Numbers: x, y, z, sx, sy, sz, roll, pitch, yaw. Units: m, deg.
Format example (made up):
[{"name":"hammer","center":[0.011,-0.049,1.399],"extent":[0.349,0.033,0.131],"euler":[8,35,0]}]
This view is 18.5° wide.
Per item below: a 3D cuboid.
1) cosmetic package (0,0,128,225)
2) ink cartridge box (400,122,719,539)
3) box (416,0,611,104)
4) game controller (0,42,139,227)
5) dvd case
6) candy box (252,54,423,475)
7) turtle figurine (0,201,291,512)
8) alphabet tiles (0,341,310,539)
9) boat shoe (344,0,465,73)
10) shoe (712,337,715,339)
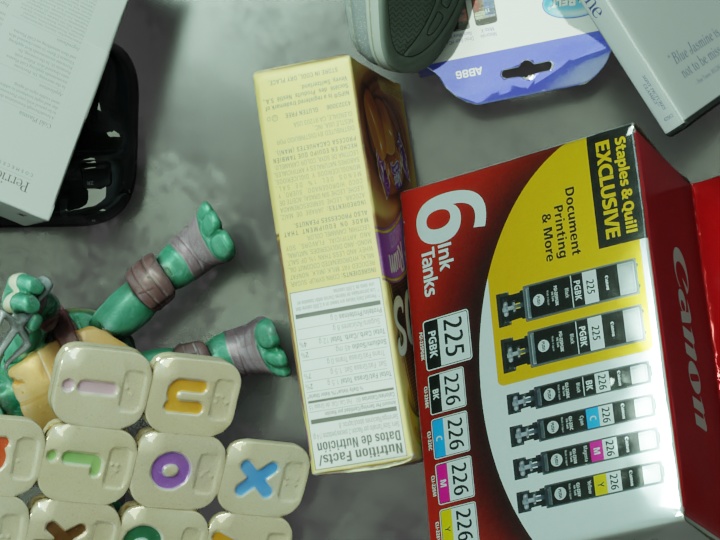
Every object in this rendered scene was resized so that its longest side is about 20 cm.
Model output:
[{"name":"cosmetic package","center":[-0.227,-0.129,1.115],"extent":[0.199,0.052,0.152],"euler":[24,77,-21]},{"name":"ink cartridge box","center":[0.119,0.042,1.068],"extent":[0.174,0.084,0.202],"euler":[-16,64,24]},{"name":"box","center":[0.073,-0.190,1.166],"extent":[0.118,0.041,0.202],"euler":[-10,87,6]},{"name":"game controller","center":[-0.219,-0.076,1.199],"extent":[0.198,0.042,0.105],"euler":[0,72,7]},{"name":"dvd case","center":[0.140,-0.178,1.106],"extent":[0.018,0.142,0.201],"euler":[-33,90,46]},{"name":"candy box","center":[0.000,0.000,1.120],"extent":[0.056,0.117,0.202],"euler":[-9,86,13]},{"name":"turtle figurine","center":[-0.144,0.054,1.142],"extent":[0.199,0.101,0.150],"euler":[-29,118,-9]},{"name":"alphabet tiles","center":[-0.125,0.135,1.118],"extent":[0.194,0.015,0.202],"euler":[6,105,-27]},{"name":"boat shoe","center":[0.013,-0.200,1.125],"extent":[0.064,0.074,0.204],"euler":[-4,88,44]},{"name":"shoe","center":[0.183,0.034,1.119],"extent":[0.090,0.071,0.202],"euler":[5,90,4]}]
